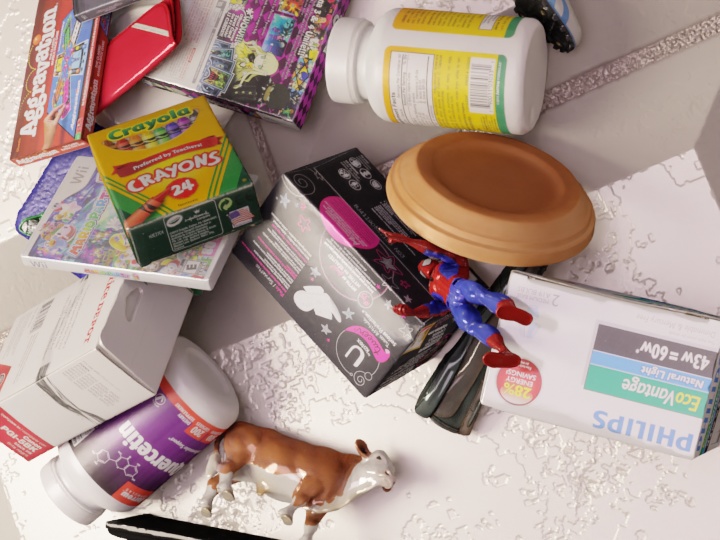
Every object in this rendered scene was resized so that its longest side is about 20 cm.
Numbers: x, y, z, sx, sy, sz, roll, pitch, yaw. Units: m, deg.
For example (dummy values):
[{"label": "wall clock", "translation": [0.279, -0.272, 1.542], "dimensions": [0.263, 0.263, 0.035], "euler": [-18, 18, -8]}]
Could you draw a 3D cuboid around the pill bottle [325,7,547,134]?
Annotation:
[{"label": "pill bottle", "translation": [0.072, -0.195, 1.679], "dimensions": [0.199, 0.113, 0.113], "euler": [7, 89, 17]}]

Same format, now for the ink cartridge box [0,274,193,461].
[{"label": "ink cartridge box", "translation": [-0.273, 0.083, 1.715], "dimensions": [0.200, 0.147, 0.083], "euler": [-28, 121, 36]}]

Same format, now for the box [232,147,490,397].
[{"label": "box", "translation": [0.000, 0.000, 1.669], "dimensions": [0.200, 0.132, 0.115], "euler": [48, 125, 13]}]

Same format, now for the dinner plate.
[{"label": "dinner plate", "translation": [-0.217, -0.210, 1.818], "dimensions": [0.199, 0.024, 0.201], "euler": [-1, 85, 17]}]

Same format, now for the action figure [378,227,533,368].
[{"label": "action figure", "translation": [0.069, 0.020, 1.519], "dimensions": [0.099, 0.200, 0.065], "euler": [13, 103, -18]}]

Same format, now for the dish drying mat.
[{"label": "dish drying mat", "translation": [-0.256, -0.203, 1.776], "dimensions": [0.200, 0.018, 0.077], "euler": [-33, 48, 29]}]

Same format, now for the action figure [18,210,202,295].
[{"label": "action figure", "translation": [-0.254, -0.039, 1.758], "dimensions": [0.199, 0.055, 0.119], "euler": [3, 88, 18]}]

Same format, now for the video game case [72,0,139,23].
[{"label": "video game case", "translation": [-0.209, -0.346, 1.784], "dimensions": [0.199, 0.019, 0.143], "euler": [-17, 61, 14]}]

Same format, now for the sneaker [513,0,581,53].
[{"label": "sneaker", "translation": [0.165, -0.305, 1.683], "dimensions": [0.072, 0.072, 0.200], "euler": [-28, 85, -13]}]

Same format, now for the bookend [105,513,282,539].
[{"label": "bookend", "translation": [-0.159, 0.359, 1.730], "dimensions": [0.199, 0.092, 0.200], "euler": [9, 90, 18]}]

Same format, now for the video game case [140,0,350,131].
[{"label": "video game case", "translation": [-0.110, -0.260, 1.762], "dimensions": [0.181, 0.036, 0.201], "euler": [17, 81, 18]}]

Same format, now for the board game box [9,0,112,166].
[{"label": "board game box", "translation": [-0.306, -0.210, 1.795], "dimensions": [0.103, 0.019, 0.201], "euler": [-13, 60, 35]}]

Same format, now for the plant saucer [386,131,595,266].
[{"label": "plant saucer", "translation": [0.124, -0.074, 1.617], "dimensions": [0.200, 0.200, 0.038], "euler": [23, 125, 17]}]

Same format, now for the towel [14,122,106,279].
[{"label": "towel", "translation": [-0.248, -0.049, 1.807], "dimensions": [0.200, 0.050, 0.148], "euler": [34, 94, 14]}]

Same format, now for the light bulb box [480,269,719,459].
[{"label": "light bulb box", "translation": [0.233, 0.083, 1.567], "dimensions": [0.198, 0.200, 0.125], "euler": [14, 91, 17]}]

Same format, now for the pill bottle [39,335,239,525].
[{"label": "pill bottle", "translation": [-0.225, 0.165, 1.751], "dimensions": [0.200, 0.112, 0.113], "euler": [-42, 76, 11]}]

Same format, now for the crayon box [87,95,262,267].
[{"label": "crayon box", "translation": [-0.186, -0.098, 1.675], "dimensions": [0.127, 0.051, 0.200], "euler": [-21, 40, -10]}]

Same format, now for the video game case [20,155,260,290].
[{"label": "video game case", "translation": [-0.212, -0.049, 1.690], "dimensions": [0.199, 0.018, 0.144], "euler": [7, 49, 18]}]

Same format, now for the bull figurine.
[{"label": "bull figurine", "translation": [-0.063, 0.207, 1.710], "dimensions": [0.199, 0.121, 0.065], "euler": [13, 133, 25]}]

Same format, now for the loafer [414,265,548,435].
[{"label": "loafer", "translation": [0.129, 0.069, 1.679], "dimensions": [0.063, 0.072, 0.200], "euler": [33, 104, -3]}]
